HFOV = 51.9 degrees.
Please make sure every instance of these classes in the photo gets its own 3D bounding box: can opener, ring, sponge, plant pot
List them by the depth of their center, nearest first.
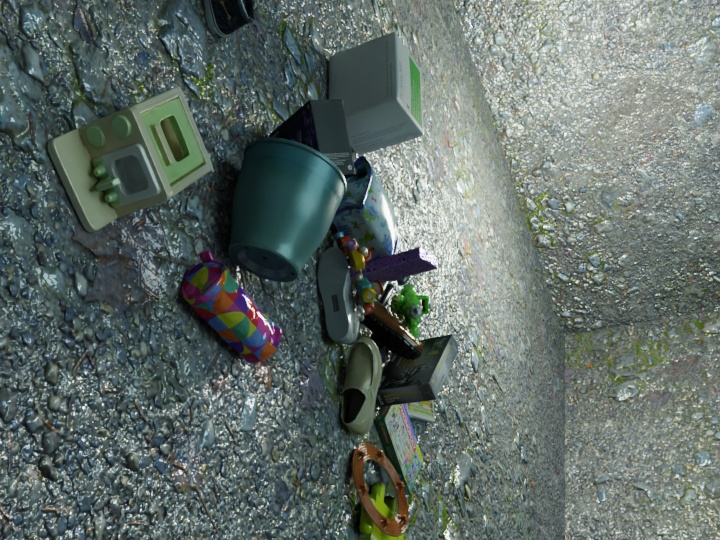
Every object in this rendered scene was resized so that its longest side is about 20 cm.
[{"bbox_3d":[-0.141,-0.093,1.299,0.200,0.195,0.193,47,52,-49],"label":"plant pot"},{"bbox_3d":[0.048,0.463,1.577,0.200,0.019,0.203,46,24,-27],"label":"ring"},{"bbox_3d":[0.036,0.193,1.699,0.200,0.062,0.081,-41,114,-64],"label":"can opener"},{"bbox_3d":[0.069,-0.004,1.700,0.111,0.195,0.031,24,55,-61],"label":"sponge"},{"bbox_3d":[0.078,0.034,1.861,0.054,0.065,0.201,67,26,-21],"label":"can opener"}]

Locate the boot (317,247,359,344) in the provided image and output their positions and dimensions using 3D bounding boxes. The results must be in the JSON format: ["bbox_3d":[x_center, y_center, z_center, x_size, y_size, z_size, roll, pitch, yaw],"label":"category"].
[{"bbox_3d":[-0.044,0.059,1.595,0.096,0.071,0.206,42,43,-72],"label":"boot"}]

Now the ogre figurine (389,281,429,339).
[{"bbox_3d":[0.117,0.111,1.818,0.201,0.095,0.123,-58,161,-64],"label":"ogre figurine"}]

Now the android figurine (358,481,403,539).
[{"bbox_3d":[0.041,0.563,1.569,0.203,0.040,0.184,-79,148,-44],"label":"android figurine"}]

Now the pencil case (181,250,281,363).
[{"bbox_3d":[-0.206,0.064,1.198,0.202,0.086,0.090,58,31,-41],"label":"pencil case"}]

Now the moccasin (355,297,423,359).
[{"bbox_3d":[0.064,0.125,1.693,0.199,0.074,0.078,36,46,4],"label":"moccasin"}]

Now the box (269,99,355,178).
[{"bbox_3d":[-0.097,-0.227,1.428,0.077,0.199,0.146,-5,83,-30],"label":"box"}]

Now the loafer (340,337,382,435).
[{"bbox_3d":[-0.001,0.242,1.562,0.068,0.074,0.206,26,64,-61],"label":"loafer"}]

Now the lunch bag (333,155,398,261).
[{"bbox_3d":[0.015,-0.143,1.732,0.172,0.124,0.203,59,34,-35],"label":"lunch bag"}]

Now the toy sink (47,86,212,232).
[{"bbox_3d":[-0.310,-0.159,1.031,0.133,0.109,0.200,69,25,-17],"label":"toy sink"}]

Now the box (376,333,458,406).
[{"bbox_3d":[0.133,0.236,1.756,0.049,0.155,0.201,63,34,-18],"label":"box"}]

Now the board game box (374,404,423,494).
[{"bbox_3d":[0.095,0.410,1.772,0.135,0.028,0.205,-48,123,-60],"label":"board game box"}]

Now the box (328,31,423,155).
[{"bbox_3d":[0.038,-0.433,1.831,0.171,0.195,0.205,35,48,-53],"label":"box"}]

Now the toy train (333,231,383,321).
[{"bbox_3d":[0.000,0.000,1.608,0.150,0.054,0.205,124,-51,-75],"label":"toy train"}]

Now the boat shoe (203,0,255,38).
[{"bbox_3d":[-0.250,-0.543,1.370,0.071,0.089,0.206,-17,95,-66],"label":"boat shoe"}]

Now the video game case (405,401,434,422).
[{"bbox_3d":[0.145,0.297,1.946,0.199,0.021,0.188,32,51,-60],"label":"video game case"}]
